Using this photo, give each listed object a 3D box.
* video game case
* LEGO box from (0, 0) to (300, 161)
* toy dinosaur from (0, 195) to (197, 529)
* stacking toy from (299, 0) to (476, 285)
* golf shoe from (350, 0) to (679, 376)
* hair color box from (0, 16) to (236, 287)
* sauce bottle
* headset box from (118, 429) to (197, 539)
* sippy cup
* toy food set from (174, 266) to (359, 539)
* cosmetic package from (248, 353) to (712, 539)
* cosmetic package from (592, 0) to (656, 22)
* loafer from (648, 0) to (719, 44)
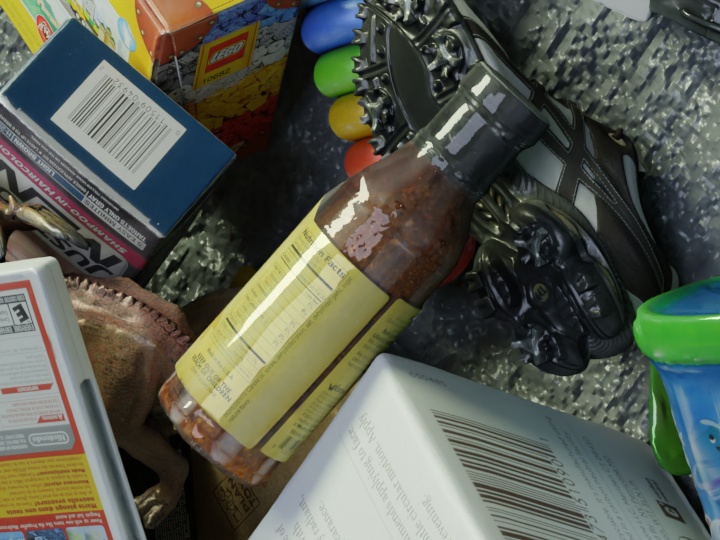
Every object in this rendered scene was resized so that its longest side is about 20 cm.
[{"bbox_3d":[-0.157,0.097,1.289,0.142,0.017,0.201,-7,106,36],"label":"video game case"},{"bbox_3d":[-0.118,-0.156,1.407,0.200,0.077,0.149,55,155,21],"label":"LEGO box"},{"bbox_3d":[-0.120,0.026,1.314,0.199,0.086,0.136,16,121,10],"label":"toy dinosaur"},{"bbox_3d":[0.014,-0.090,1.372,0.085,0.085,0.201,-13,90,32],"label":"stacking toy"},{"bbox_3d":[0.069,-0.051,1.320,0.078,0.094,0.201,-35,79,44],"label":"golf shoe"},{"bbox_3d":[-0.139,-0.026,1.397,0.100,0.061,0.200,40,151,0],"label":"hair color box"},{"bbox_3d":[0.000,0.000,1.256,0.200,0.066,0.066,-47,66,6],"label":"sauce bottle"},{"bbox_3d":[-0.169,0.150,1.451,0.199,0.075,0.150,2,98,44],"label":"headset box"},{"bbox_3d":[0.189,0.068,1.227,0.139,0.178,0.131,-10,97,4],"label":"sippy cup"},{"bbox_3d":[-0.041,0.104,1.407,0.200,0.048,0.199,45,124,31],"label":"toy food set"},{"bbox_3d":[0.044,0.177,1.265,0.200,0.164,0.165,-55,38,21],"label":"cosmetic package"},{"bbox_3d":[0.146,-0.208,1.271,0.050,0.083,0.201,23,104,7],"label":"cosmetic package"},{"bbox_3d":[0.208,-0.071,1.226,0.200,0.068,0.071,40,102,8],"label":"loafer"}]
